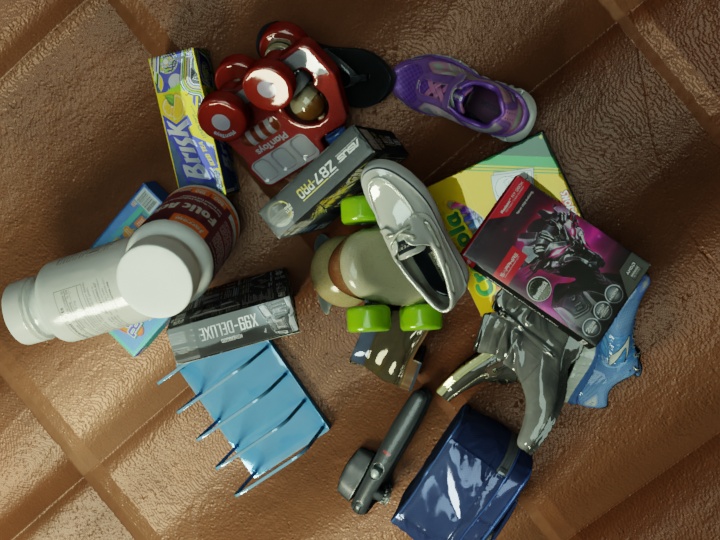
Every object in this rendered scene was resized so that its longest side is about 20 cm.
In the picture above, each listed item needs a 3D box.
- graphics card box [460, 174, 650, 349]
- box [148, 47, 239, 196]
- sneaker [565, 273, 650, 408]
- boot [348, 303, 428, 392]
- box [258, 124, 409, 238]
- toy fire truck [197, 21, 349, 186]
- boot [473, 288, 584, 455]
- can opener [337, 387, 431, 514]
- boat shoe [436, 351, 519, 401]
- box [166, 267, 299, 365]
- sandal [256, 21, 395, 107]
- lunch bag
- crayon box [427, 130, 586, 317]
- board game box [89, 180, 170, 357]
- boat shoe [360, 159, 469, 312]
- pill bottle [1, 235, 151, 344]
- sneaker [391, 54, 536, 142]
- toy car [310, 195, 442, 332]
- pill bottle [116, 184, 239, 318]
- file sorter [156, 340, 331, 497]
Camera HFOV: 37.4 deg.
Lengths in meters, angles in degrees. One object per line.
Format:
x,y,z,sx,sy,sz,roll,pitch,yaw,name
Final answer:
0.236,-0.010,1.305,0.200,0.051,0.126,36,84,5,graphics card box
-0.224,-0.195,1.442,0.070,0.064,0.201,-11,98,13,box
0.329,0.090,1.379,0.089,0.079,0.201,21,109,-4,sneaker
0.053,0.058,1.422,0.096,0.075,0.201,18,104,5,boot
-0.030,-0.113,1.344,0.161,0.200,0.049,-39,85,14,box
-0.100,-0.208,1.374,0.199,0.112,0.168,-27,122,32,toy fire truck
0.200,0.120,1.346,0.131,0.070,0.201,21,83,2,boot
0.039,0.248,1.461,0.078,0.063,0.201,33,104,5,can opener
0.191,0.120,1.404,0.200,0.073,0.065,-37,85,15,boat shoe
-0.163,0.055,1.381,0.157,0.200,0.050,-16,102,-3,box
-0.051,-0.264,1.393,0.199,0.043,0.076,21,117,14,sandal
0.140,0.296,1.411,0.132,0.136,0.201,33,105,5,lunch bag
0.201,-0.053,1.380,0.172,0.058,0.201,-25,93,14,crayon box
-0.305,-0.002,1.499,0.152,0.045,0.200,44,104,1,board game box
0.060,-0.037,1.261,0.072,0.066,0.201,-18,114,29,boat shoe
-0.374,0.033,1.437,0.199,0.114,0.115,-16,96,14,pill bottle
0.121,-0.222,1.343,0.199,0.088,0.081,23,106,22,sneaker
0.000,0.000,1.384,0.200,0.157,0.165,-10,81,56,toy car
-0.230,-0.025,1.346,0.113,0.200,0.115,3,113,7,pill bottle
-0.163,0.187,1.462,0.138,0.123,0.200,-35,92,15,file sorter
